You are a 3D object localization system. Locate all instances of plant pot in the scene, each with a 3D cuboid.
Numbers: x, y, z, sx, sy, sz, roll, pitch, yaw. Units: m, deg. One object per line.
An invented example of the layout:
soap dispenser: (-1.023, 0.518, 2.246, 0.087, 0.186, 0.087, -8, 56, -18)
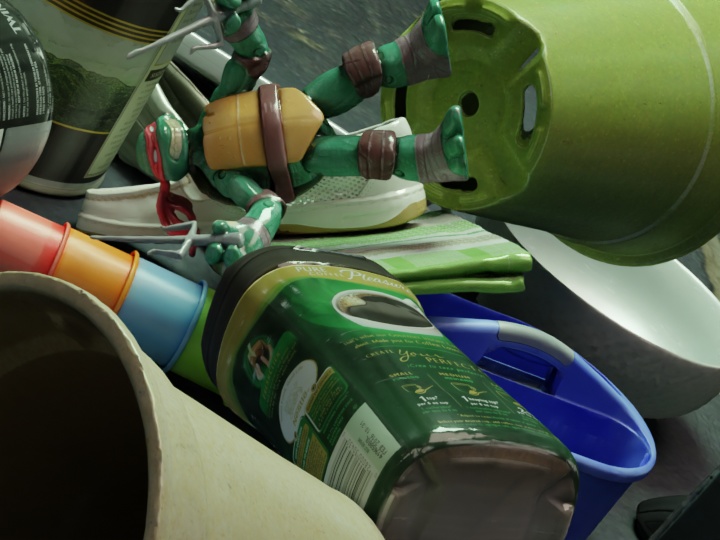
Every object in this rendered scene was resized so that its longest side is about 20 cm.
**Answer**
plant pot: (-0.088, 0.124, 0.849, 0.183, 0.201, 0.201, 27, 19, -47)
plant pot: (0.115, -0.099, 1.343, 0.200, 0.201, 0.189, 45, 27, 27)

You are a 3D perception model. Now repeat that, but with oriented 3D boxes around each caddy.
caddy: (0.072, 0.075, 1.253, 0.199, 0.105, 0.142, 21, 24, -29)

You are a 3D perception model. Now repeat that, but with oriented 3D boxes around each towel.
towel: (0.000, 0.000, 1.200, 0.148, 0.031, 0.200, -8, 9, -8)

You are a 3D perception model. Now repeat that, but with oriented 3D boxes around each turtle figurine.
turtle figurine: (-0.048, -0.076, 1.179, 0.101, 0.199, 0.151, 73, 6, -85)

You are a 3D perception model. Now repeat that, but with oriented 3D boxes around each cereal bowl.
cereal bowl: (0.150, 0.031, 1.492, 0.199, 0.084, 0.200, 29, 23, -13)

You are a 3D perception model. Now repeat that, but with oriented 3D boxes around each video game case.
video game case: (-0.044, -0.100, 1.499, 0.199, 0.022, 0.182, 33, 1, -2)

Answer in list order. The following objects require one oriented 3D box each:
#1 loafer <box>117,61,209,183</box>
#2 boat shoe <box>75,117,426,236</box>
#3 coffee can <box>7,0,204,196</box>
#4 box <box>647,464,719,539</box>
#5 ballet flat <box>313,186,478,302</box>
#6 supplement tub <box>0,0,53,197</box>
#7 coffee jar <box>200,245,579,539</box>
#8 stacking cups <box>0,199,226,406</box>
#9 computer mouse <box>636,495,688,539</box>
loafer: (-0.087, -0.068, 1.380, 0.200, 0.070, 0.070, 40, 20, 14)
boat shoe: (-0.064, -0.055, 1.264, 0.199, 0.070, 0.071, -5, 10, 8)
coffee can: (-0.165, -0.165, 1.300, 0.146, 0.201, 0.147, 28, 22, -12)
box: (0.247, 0.213, 1.174, 0.147, 0.104, 0.201, 20, 34, -29)
ballet flat: (0.014, -0.035, 1.361, 0.200, 0.073, 0.073, 49, 9, -37)
supplement tub: (-0.249, -0.079, 1.105, 0.122, 0.123, 0.200, 39, 22, 14)
coffee jar: (0.006, 0.063, 1.006, 0.104, 0.086, 0.200, 9, 22, -31)
stacking cups: (-0.111, 0.022, 1.188, 0.199, 0.061, 0.061, 26, 22, -10)
computer mouse: (0.265, 0.193, 1.359, 0.140, 0.046, 0.200, 2, 37, -51)
